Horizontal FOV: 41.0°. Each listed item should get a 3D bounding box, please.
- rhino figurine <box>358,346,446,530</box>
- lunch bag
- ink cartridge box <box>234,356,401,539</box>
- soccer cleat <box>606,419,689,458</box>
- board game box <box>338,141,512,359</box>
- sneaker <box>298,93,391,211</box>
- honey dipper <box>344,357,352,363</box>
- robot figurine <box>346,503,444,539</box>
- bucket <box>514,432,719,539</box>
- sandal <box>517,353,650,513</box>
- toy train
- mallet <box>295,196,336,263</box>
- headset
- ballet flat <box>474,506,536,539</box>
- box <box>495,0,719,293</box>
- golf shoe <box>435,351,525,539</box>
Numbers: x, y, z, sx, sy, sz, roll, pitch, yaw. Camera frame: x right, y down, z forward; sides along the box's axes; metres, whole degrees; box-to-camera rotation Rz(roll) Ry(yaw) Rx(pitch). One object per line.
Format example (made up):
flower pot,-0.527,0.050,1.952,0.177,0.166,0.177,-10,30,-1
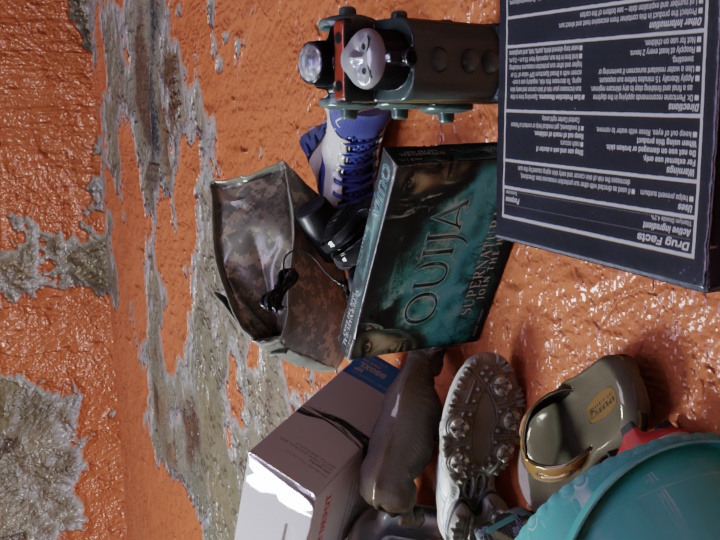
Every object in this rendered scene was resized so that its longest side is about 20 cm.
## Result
rhino figurine,0.049,0.134,0.898,0.059,0.087,0.202,9,74,28
lunch bag,-0.084,0.010,1.064,0.164,0.116,0.202,37,-138,-64
ink cartridge box,-0.029,0.196,0.960,0.084,0.200,0.146,28,128,22
soccer cleat,0.182,0.190,0.665,0.086,0.068,0.201,-114,34,-44
board game box,0.062,-0.014,0.805,0.028,0.134,0.201,-122,35,-44
sneaker,-0.004,-0.114,1.015,0.199,0.080,0.116,142,115,-69
honey dipper,-0.005,0.109,1.106,0.200,0.038,0.038,45,135,51
robot figurine,0.030,0.313,0.975,0.170,0.112,0.201,-81,6,-49
bucket,0.180,0.196,0.516,0.135,0.205,0.209,-116,30,-49
sandal,0.152,0.126,0.725,0.201,0.053,0.081,110,146,-55
toy train,0.052,-0.158,0.736,0.113,0.199,0.086,8,100,50
mallet,0.014,-0.059,0.942,0.199,0.041,0.066,-18,117,47
headset,0.000,0.000,0.908,0.198,0.094,0.124,-7,120,33
ballet flat,0.116,0.293,0.821,0.074,0.073,0.202,-145,50,-59
box,0.175,-0.107,0.544,0.200,0.122,0.201,-156,64,-65
golf shoe,0.091,0.160,0.857,0.097,0.077,0.202,-137,49,-66
